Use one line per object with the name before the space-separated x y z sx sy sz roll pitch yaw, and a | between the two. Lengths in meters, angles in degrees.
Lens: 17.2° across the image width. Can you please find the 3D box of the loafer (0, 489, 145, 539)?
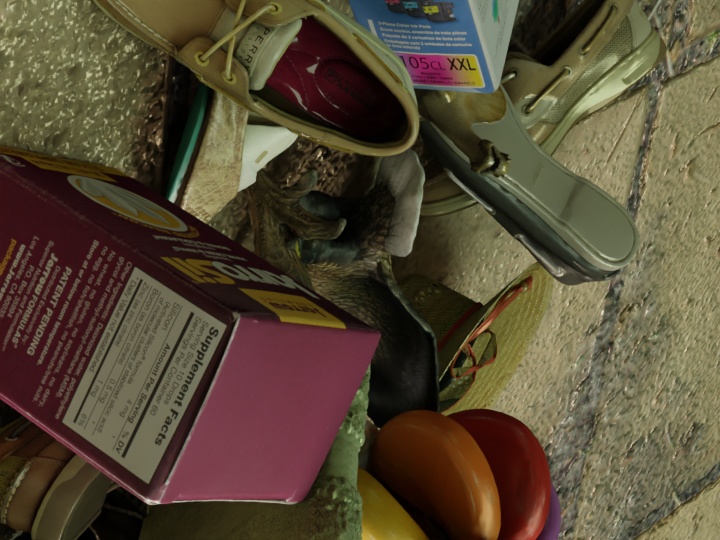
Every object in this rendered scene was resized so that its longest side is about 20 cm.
loafer | -0.172 0.160 1.336 0.200 0.071 0.073 18 101 -59

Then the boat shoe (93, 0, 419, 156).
boat shoe | -0.050 -0.119 1.196 0.200 0.066 0.074 25 104 -24

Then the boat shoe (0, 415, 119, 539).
boat shoe | -0.149 0.083 1.304 0.072 0.068 0.200 -65 172 19

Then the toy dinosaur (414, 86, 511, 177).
toy dinosaur | 0.042 -0.123 1.393 0.101 0.200 0.058 17 135 -22

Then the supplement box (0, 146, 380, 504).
supplement box | -0.114 0.026 1.179 0.131 0.200 0.103 10 108 -59

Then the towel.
towel | -0.062 0.132 1.274 0.036 0.149 0.200 27 137 -27

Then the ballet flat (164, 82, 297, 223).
ballet flat | -0.058 -0.100 1.270 0.071 0.065 0.200 -92 -164 -63

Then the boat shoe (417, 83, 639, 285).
boat shoe | 0.082 -0.062 1.450 0.057 0.200 0.067 -34 -163 50

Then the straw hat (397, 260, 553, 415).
straw hat | 0.040 0.050 1.529 0.201 0.085 0.201 -51 165 -20

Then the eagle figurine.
eagle figurine | -0.006 -0.002 1.379 0.152 0.151 0.200 -57 144 2

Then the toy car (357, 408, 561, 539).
toy car | 0.045 0.151 1.355 0.150 0.175 0.200 -39 150 -15

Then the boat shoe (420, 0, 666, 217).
boat shoe | 0.103 -0.109 1.521 0.200 0.071 0.065 -39 110 -16

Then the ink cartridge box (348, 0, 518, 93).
ink cartridge box | 0.034 -0.210 1.267 0.200 0.076 0.137 70 28 -54
